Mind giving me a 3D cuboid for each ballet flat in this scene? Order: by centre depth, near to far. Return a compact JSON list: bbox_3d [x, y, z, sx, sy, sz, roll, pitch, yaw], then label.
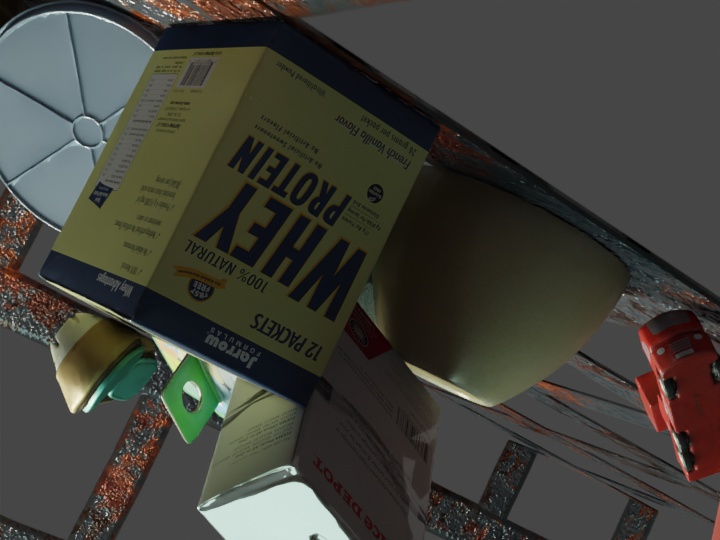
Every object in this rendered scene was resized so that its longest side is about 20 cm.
[{"bbox_3d":[-0.183,0.060,0.943,0.063,0.069,0.200,41,172,1],"label":"ballet flat"}]

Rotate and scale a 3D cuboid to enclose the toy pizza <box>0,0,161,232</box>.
[{"bbox_3d":[-0.204,-0.112,1.061,0.199,0.201,0.032,26,-148,4],"label":"toy pizza"}]

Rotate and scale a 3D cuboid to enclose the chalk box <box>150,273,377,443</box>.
[{"bbox_3d":[-0.087,0.046,1.099,0.123,0.200,0.125,25,148,38],"label":"chalk box"}]

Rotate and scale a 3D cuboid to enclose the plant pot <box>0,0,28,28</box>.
[{"bbox_3d":[-0.354,-0.166,1.157,0.199,0.201,0.173,30,157,-27],"label":"plant pot"}]

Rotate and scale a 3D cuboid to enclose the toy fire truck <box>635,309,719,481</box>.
[{"bbox_3d":[0.256,0.089,1.110,0.141,0.049,0.200,-106,-6,-49],"label":"toy fire truck"}]

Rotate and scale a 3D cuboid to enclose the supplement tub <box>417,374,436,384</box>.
[{"bbox_3d":[0.073,0.058,1.475,0.107,0.107,0.200,20,170,45],"label":"supplement tub"}]

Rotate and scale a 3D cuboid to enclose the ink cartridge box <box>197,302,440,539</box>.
[{"bbox_3d":[-0.022,0.127,0.942,0.083,0.200,0.145,-25,118,24],"label":"ink cartridge box"}]

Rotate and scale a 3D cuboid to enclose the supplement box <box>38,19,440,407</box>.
[{"bbox_3d":[-0.087,-0.043,0.916,0.134,0.201,0.200,30,173,-29],"label":"supplement box"}]

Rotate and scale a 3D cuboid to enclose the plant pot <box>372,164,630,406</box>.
[{"bbox_3d":[0.087,0.024,1.054,0.200,0.135,0.200,26,174,3],"label":"plant pot"}]

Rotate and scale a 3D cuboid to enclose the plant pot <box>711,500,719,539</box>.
[{"bbox_3d":[0.376,0.200,1.104,0.200,0.178,0.200,26,172,4],"label":"plant pot"}]
